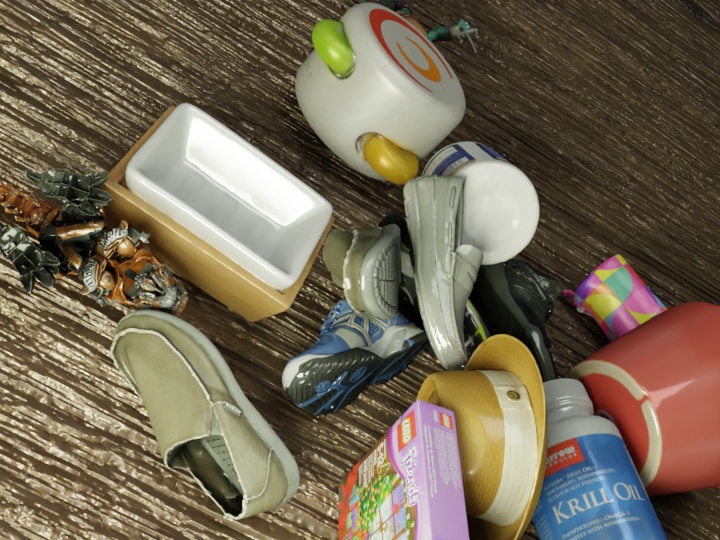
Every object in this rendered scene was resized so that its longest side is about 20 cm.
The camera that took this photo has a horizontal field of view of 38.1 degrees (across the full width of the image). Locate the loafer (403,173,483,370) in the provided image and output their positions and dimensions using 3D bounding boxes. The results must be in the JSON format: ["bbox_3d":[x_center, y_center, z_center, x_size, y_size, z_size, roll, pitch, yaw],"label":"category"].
[{"bbox_3d":[0.087,-0.004,1.020,0.070,0.069,0.202,60,22,-68],"label":"loafer"}]

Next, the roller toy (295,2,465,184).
[{"bbox_3d":[0.021,-0.203,1.227,0.200,0.140,0.182,47,29,1],"label":"roller toy"}]

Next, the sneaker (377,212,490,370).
[{"bbox_3d":[0.093,0.021,1.122,0.080,0.074,0.201,-1,55,-45],"label":"sneaker"}]

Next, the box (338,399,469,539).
[{"bbox_3d":[0.031,0.221,0.810,0.039,0.137,0.201,21,41,-22],"label":"box"}]

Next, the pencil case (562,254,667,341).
[{"bbox_3d":[0.343,0.076,1.273,0.200,0.089,0.088,50,38,15],"label":"pencil case"}]

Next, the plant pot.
[{"bbox_3d":[0.315,0.146,1.100,0.176,0.201,0.202,-10,58,-34],"label":"plant pot"}]

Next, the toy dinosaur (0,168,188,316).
[{"bbox_3d":[-0.240,-0.021,0.867,0.197,0.136,0.103,10,80,6],"label":"toy dinosaur"}]

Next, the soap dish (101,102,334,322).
[{"bbox_3d":[-0.134,-0.054,0.992,0.199,0.081,0.158,34,37,-7],"label":"soap dish"}]

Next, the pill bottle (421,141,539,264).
[{"bbox_3d":[0.126,-0.084,1.177,0.110,0.112,0.200,30,11,-12],"label":"pill bottle"}]

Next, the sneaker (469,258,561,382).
[{"bbox_3d":[0.190,0.061,1.157,0.113,0.077,0.201,2,46,-31],"label":"sneaker"}]

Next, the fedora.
[{"bbox_3d":[0.091,0.148,0.907,0.081,0.202,0.202,9,45,-16],"label":"fedora"}]

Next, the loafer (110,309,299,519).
[{"bbox_3d":[-0.131,0.115,0.829,0.200,0.075,0.070,46,33,7],"label":"loafer"}]

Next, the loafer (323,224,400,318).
[{"bbox_3d":[0.000,0.000,0.963,0.069,0.076,0.200,-1,7,5],"label":"loafer"}]

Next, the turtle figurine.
[{"bbox_3d":[0.067,-0.346,1.445,0.149,0.101,0.200,22,23,-45],"label":"turtle figurine"}]

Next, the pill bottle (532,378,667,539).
[{"bbox_3d":[0.212,0.210,0.997,0.111,0.112,0.201,9,46,-34],"label":"pill bottle"}]

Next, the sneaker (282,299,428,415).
[{"bbox_3d":[-0.016,0.076,0.979,0.077,0.076,0.199,45,27,18],"label":"sneaker"}]
